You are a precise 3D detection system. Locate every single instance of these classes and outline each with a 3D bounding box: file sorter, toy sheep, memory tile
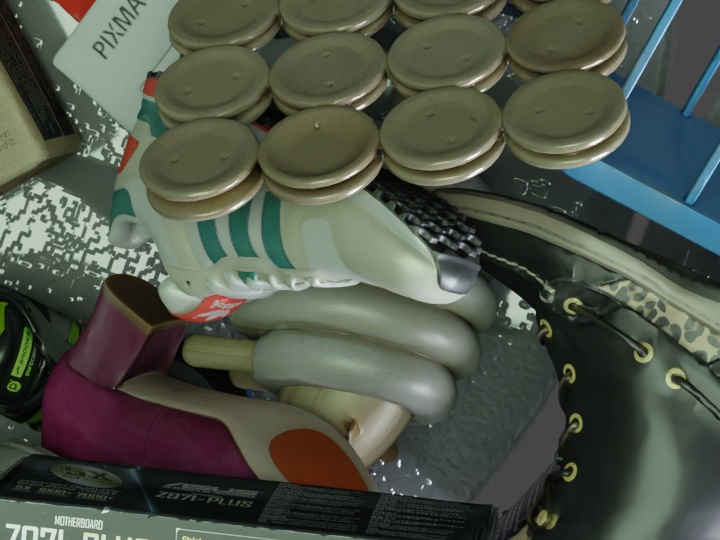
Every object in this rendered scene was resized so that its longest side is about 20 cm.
[{"bbox_3d":[0.203,-0.066,1.124,0.199,0.139,0.123,28,111,-4],"label":"file sorter"},{"bbox_3d":[0.000,0.000,1.191,0.137,0.138,0.201,10,81,6],"label":"toy sheep"},{"bbox_3d":[0.012,-0.081,1.077,0.199,0.154,0.017,-7,130,8],"label":"memory tile"}]

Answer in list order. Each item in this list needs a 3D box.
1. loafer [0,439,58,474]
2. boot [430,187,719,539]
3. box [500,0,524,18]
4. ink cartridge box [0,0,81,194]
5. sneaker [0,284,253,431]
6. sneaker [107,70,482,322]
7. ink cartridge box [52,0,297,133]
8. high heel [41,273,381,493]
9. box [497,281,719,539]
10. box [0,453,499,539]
[{"bbox_3d":[-0.183,0.119,1.210,0.199,0.070,0.070,-2,132,48],"label":"loafer"},{"bbox_3d":[0.093,0.063,1.097,0.199,0.073,0.151,25,92,13],"label":"boot"},{"bbox_3d":[0.024,-0.197,1.168,0.199,0.040,0.138,17,119,16],"label":"box"},{"bbox_3d":[-0.259,-0.079,1.241,0.199,0.075,0.165,-28,91,12],"label":"ink cartridge box"},{"bbox_3d":[-0.147,0.050,1.238,0.199,0.083,0.071,21,99,4],"label":"sneaker"},{"bbox_3d":[-0.034,-0.010,1.106,0.199,0.070,0.094,30,100,38],"label":"sneaker"},{"bbox_3d":[-0.081,-0.163,1.183,0.173,0.044,0.200,41,125,-1],"label":"ink cartridge box"},{"bbox_3d":[-0.063,0.094,1.143,0.200,0.067,0.096,44,121,33],"label":"high heel"},{"bbox_3d":[0.188,0.127,1.183,0.200,0.124,0.197,42,98,1],"label":"box"},{"bbox_3d":[-0.052,0.169,1.034,0.199,0.086,0.165,5,97,5],"label":"box"}]
